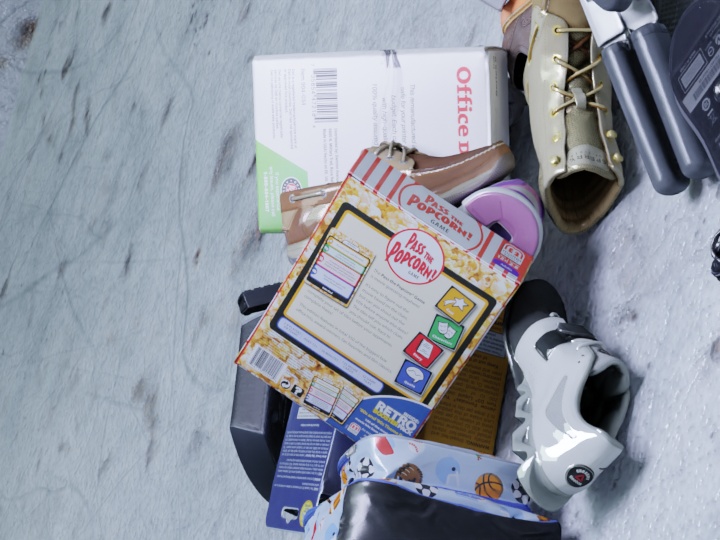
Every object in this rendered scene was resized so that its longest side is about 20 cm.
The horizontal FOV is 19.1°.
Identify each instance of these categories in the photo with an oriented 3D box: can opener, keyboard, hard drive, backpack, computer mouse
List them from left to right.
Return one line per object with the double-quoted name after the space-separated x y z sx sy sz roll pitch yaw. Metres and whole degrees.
-0.076 0.131 1.923 0.200 0.042 0.136 70 -158 -61 "hard drive"
0.000 0.000 1.715 0.127 0.198 0.021 142 113 -79 "keyboard"
0.038 0.209 1.566 0.191 0.199 0.155 132 152 -57 "backpack"
0.187 -0.151 1.508 0.053 0.067 0.201 -30 73 37 "can opener"
0.264 -0.099 1.429 0.139 0.052 0.201 -55 38 42 "computer mouse"

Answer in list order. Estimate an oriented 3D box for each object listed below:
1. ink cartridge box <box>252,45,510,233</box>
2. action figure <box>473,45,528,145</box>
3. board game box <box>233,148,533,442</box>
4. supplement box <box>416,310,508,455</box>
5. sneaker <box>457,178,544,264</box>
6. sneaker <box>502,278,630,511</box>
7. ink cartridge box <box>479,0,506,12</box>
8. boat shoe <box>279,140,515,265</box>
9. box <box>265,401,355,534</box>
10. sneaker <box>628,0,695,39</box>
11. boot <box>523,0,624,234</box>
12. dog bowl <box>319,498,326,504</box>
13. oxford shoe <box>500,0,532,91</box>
0.019 -0.106 1.747 0.084 0.198 0.147 -18 -73 -72 "ink cartridge box"
0.054 -0.106 1.810 0.192 0.105 0.201 -20 58 23 "action figure"
0.015 0.031 1.606 0.201 0.151 0.046 -57 0 32 "board game box"
0.072 0.099 1.708 0.066 0.068 0.202 158 124 -64 "supplement box"
0.077 0.001 1.649 0.200 0.080 0.089 -47 3 31 "sneaker"
0.156 0.074 1.541 0.088 0.074 0.201 -35 38 29 "sneaker"
0.131 -0.334 1.799 0.201 0.083 0.176 -59 6 14 "ink cartridge box"
0.022 -0.065 1.669 0.072 0.199 0.076 69 -164 2 "boat shoe"
-0.027 0.119 1.761 0.121 0.032 0.202 171 115 -69 "box"
0.216 -0.219 1.563 0.066 0.090 0.201 31 103 68 "sneaker"
0.163 -0.141 1.603 0.201 0.072 0.156 99 171 -51 "boot"
0.012 0.107 1.821 0.200 0.073 0.202 -164 90 -70 "dog bowl"
0.169 -0.203 1.701 0.200 0.071 0.073 133 144 -65 "oxford shoe"
